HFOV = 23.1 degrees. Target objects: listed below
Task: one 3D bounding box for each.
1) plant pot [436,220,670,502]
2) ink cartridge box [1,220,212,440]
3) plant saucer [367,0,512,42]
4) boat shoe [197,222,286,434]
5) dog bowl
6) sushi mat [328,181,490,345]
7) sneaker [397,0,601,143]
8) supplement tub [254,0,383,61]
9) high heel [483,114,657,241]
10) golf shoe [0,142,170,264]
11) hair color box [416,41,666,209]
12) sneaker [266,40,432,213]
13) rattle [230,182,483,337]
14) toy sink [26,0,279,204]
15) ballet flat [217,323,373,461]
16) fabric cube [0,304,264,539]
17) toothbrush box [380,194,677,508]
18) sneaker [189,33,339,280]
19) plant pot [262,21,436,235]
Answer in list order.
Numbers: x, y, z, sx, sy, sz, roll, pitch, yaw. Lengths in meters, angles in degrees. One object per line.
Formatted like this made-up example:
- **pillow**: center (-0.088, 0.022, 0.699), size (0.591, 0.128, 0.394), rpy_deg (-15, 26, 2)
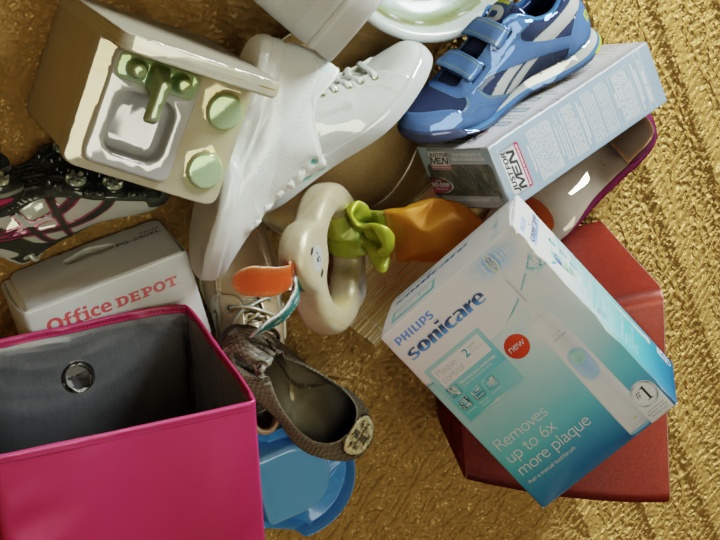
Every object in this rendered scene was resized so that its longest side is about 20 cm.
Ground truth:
- **plant pot**: center (0.160, 0.089, 1.573), size (0.175, 0.200, 0.201), rpy_deg (-8, 110, -6)
- **ink cartridge box**: center (-0.195, 0.081, 1.470), size (0.144, 0.083, 0.201), rpy_deg (-22, 115, -14)
- **plant saucer**: center (0.056, -0.293, 1.475), size (0.199, 0.050, 0.202), rpy_deg (-7, 109, -20)
- **boat shoe**: center (-0.093, 0.041, 1.511), size (0.071, 0.064, 0.201), rpy_deg (-14, 111, -18)
- **dog bowl**: center (-0.103, 0.195, 1.566), size (0.199, 0.050, 0.112), rpy_deg (-22, 114, -15)
- **sushi mat**: center (0.056, -0.026, 1.567), size (0.200, 0.012, 0.096), rpy_deg (-46, 139, -3)
- **sneaker**: center (0.107, -0.178, 1.473), size (0.200, 0.074, 0.083), rpy_deg (-35, 126, -17)
- **supplement tub**: center (-0.059, -0.273, 1.355), size (0.200, 0.132, 0.132), rpy_deg (40, 89, -6)
- **high heel**: center (0.188, -0.073, 1.604), size (0.199, 0.096, 0.068), rpy_deg (-34, 90, 9)
- **golf shoe**: center (-0.252, -0.054, 1.420), size (0.199, 0.077, 0.089), rpy_deg (-3, 128, -20)
- **hair color box**: center (0.157, -0.125, 1.512), size (0.200, 0.099, 0.061), rpy_deg (-34, 111, -29)
- **sneaker**: center (-0.031, -0.136, 1.445), size (0.200, 0.073, 0.085), rpy_deg (-39, 120, -5)
- **rattle**: center (0.000, 0.000, 1.417), size (0.142, 0.200, 0.131), rpy_deg (16, 99, 15)
- **toy sink**: center (-0.164, -0.128, 1.351), size (0.130, 0.200, 0.113), rpy_deg (15, 100, -27)
- **ballet flat**: center (-0.047, 0.107, 1.497), size (0.200, 0.046, 0.068), rpy_deg (44, 68, -39)
- **fabric cube**: center (-0.188, 0.167, 1.345), size (0.195, 0.200, 0.201), rpy_deg (-12, 114, -16)
- **toothbrush box**: center (0.137, 0.065, 1.428), size (0.146, 0.085, 0.200), rpy_deg (-40, 99, 18)
- **sneaker**: center (-0.073, -0.080, 1.393), size (0.088, 0.075, 0.201), rpy_deg (14, 104, -24)
- **plant pot**: center (-0.021, -0.119, 1.512), size (0.199, 0.027, 0.201), rpy_deg (-8, 110, -22)
